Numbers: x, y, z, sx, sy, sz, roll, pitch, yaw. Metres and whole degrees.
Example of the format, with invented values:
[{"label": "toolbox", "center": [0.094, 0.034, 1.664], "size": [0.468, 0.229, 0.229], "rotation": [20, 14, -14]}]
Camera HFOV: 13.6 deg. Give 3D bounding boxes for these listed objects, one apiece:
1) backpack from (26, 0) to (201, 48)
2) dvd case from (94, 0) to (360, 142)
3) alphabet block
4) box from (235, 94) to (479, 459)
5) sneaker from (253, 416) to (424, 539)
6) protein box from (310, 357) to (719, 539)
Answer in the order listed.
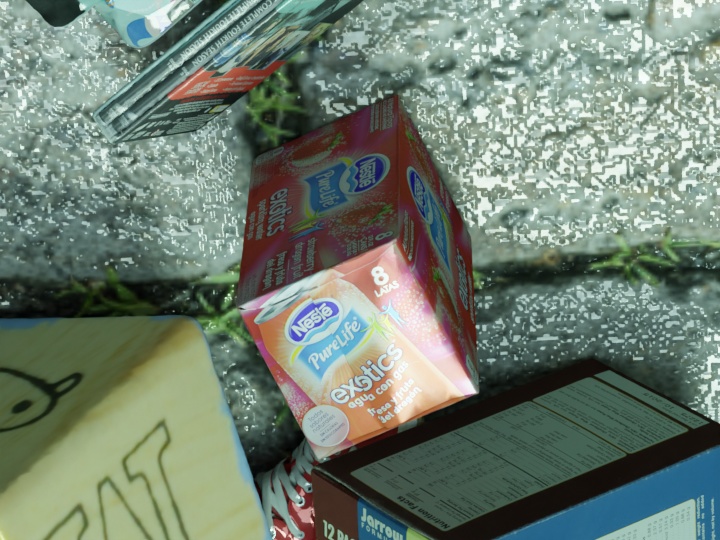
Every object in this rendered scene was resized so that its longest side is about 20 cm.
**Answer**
[{"label": "backpack", "center": [-0.106, -0.225, 1.507], "size": [0.200, 0.178, 0.150], "rotation": [-43, 125, 10]}, {"label": "dvd case", "center": [-0.037, -0.136, 1.558], "size": [0.200, 0.146, 0.022], "rotation": [-37, 86, 15]}, {"label": "alphabet block", "center": [-0.184, 0.155, 1.625], "size": [0.195, 0.200, 0.197], "rotation": [-3, 116, 34]}, {"label": "box", "center": [0.000, 0.000, 1.591], "size": [0.095, 0.200, 0.100], "rotation": [-24, 112, 11]}, {"label": "sneaker", "center": [-0.028, 0.112, 1.712], "size": [0.112, 0.071, 0.201], "rotation": [7, 116, -7]}, {"label": "protein box", "center": [0.096, 0.186, 1.662], "size": [0.199, 0.135, 0.199], "rotation": [-19, 118, -31]}]
